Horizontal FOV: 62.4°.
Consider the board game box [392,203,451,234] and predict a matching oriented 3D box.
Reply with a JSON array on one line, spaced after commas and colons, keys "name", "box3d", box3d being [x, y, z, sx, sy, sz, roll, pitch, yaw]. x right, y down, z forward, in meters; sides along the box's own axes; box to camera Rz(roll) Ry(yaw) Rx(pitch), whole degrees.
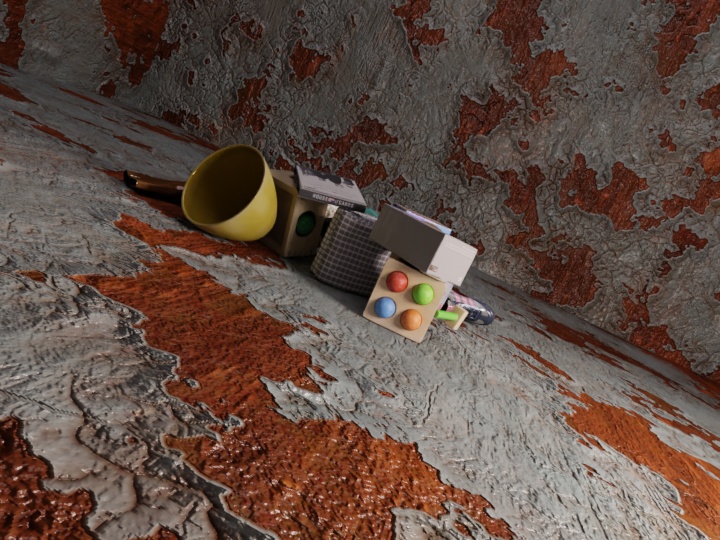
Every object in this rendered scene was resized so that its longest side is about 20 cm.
[{"name": "board game box", "box3d": [0.136, -0.062, 1.684, 0.158, 0.202, 0.097, 20, 10, -25]}]

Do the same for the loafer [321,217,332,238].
[{"name": "loafer", "box3d": [-0.098, -0.099, 1.474, 0.198, 0.074, 0.071, 13, 17, 33]}]

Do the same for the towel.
[{"name": "towel", "box3d": [0.010, -0.032, 1.309, 0.198, 0.167, 0.086, 18, 14, -26]}]

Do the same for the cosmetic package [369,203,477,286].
[{"name": "cosmetic package", "box3d": [0.120, -0.053, 1.171, 0.106, 0.091, 0.199, 19, 7, -42]}]

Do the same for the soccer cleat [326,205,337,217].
[{"name": "soccer cleat", "box3d": [-0.080, -0.146, 1.529, 0.197, 0.070, 0.078, 9, 26, -19]}]

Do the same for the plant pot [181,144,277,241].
[{"name": "plant pot", "box3d": [-0.255, -0.142, 1.261, 0.199, 0.201, 0.142, 31, -13, 35]}]

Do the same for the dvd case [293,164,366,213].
[{"name": "dvd case", "box3d": [-0.072, -0.186, 1.332, 0.148, 0.025, 0.200, 13, 21, -14]}]

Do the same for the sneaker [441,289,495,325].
[{"name": "sneaker", "box3d": [0.255, 0.100, 1.557, 0.198, 0.071, 0.082, 23, 26, 9]}]

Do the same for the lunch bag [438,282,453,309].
[{"name": "lunch bag", "box3d": [0.151, 0.019, 1.366, 0.126, 0.171, 0.200, 30, 12, 9]}]

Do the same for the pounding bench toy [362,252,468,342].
[{"name": "pounding bench toy", "box3d": [0.123, 0.065, 1.178, 0.198, 0.125, 0.156, 25, 9, 2]}]

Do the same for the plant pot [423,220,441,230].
[{"name": "plant pot", "box3d": [0.146, -0.023, 1.571, 0.199, 0.202, 0.093, 28, -9, 24]}]

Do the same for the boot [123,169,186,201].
[{"name": "boot", "box3d": [-0.418, -0.184, 1.357, 0.199, 0.069, 0.188, 14, 15, -46]}]

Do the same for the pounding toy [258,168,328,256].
[{"name": "pounding toy", "box3d": [-0.147, -0.115, 1.396, 0.141, 0.186, 0.199, -5, 29, -47]}]

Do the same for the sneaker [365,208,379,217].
[{"name": "sneaker", "box3d": [0.025, -0.104, 1.644, 0.080, 0.077, 0.202, 40, 29, -40]}]
